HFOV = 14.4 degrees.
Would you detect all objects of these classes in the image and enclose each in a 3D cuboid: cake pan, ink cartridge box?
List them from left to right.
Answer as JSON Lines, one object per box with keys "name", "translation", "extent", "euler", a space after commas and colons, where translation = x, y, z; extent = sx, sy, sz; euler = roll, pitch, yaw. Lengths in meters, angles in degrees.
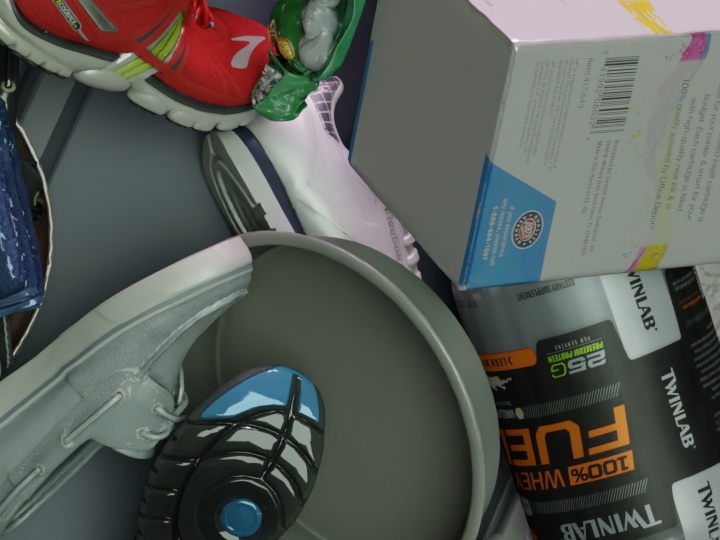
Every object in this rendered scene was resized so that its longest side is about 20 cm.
{"name": "cake pan", "translation": [-0.013, 0.070, 1.385], "extent": [0.037, 0.200, 0.200], "euler": [-29, 99, -47]}
{"name": "ink cartridge box", "translation": [0.117, -0.083, 1.353], "extent": [0.200, 0.125, 0.129], "euler": [-5, 122, -28]}

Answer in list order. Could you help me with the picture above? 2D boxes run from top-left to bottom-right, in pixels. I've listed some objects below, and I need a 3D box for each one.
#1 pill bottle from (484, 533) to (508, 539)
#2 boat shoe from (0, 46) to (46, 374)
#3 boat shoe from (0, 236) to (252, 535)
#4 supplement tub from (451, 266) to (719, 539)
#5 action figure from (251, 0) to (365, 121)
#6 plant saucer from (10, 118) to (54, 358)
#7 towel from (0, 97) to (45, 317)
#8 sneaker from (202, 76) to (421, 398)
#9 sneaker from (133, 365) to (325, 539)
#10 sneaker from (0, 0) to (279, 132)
{"name": "pill bottle", "translation": [0.013, 0.222, 1.420], "extent": [0.200, 0.111, 0.111], "euler": [-36, 99, -11]}
{"name": "boat shoe", "translation": [-0.179, -0.044, 1.361], "extent": [0.057, 0.069, 0.200], "euler": [-6, 90, -14]}
{"name": "boat shoe", "translation": [-0.118, 0.059, 1.370], "extent": [0.201, 0.070, 0.072], "euler": [-36, 84, 23]}
{"name": "supplement tub", "translation": [0.130, 0.073, 1.441], "extent": [0.122, 0.123, 0.200], "euler": [-20, 95, -13]}
{"name": "action figure", "translation": [-0.014, -0.165, 1.354], "extent": [0.055, 0.118, 0.200], "euler": [11, 105, -18]}
{"name": "plant saucer", "translation": [-0.251, -0.016, 1.393], "extent": [0.200, 0.032, 0.200], "euler": [0, 90, -13]}
{"name": "towel", "translation": [-0.245, -0.016, 1.314], "extent": [0.200, 0.049, 0.112], "euler": [-13, 86, 18]}
{"name": "sneaker", "translation": [0.000, 0.000, 1.437], "extent": [0.080, 0.076, 0.200], "euler": [-31, 99, -21]}
{"name": "sneaker", "translation": [-0.078, 0.126, 1.386], "extent": [0.073, 0.082, 0.200], "euler": [28, 106, -4]}
{"name": "sneaker", "translation": [-0.096, -0.125, 1.350], "extent": [0.200, 0.077, 0.085], "euler": [13, 122, -51]}
